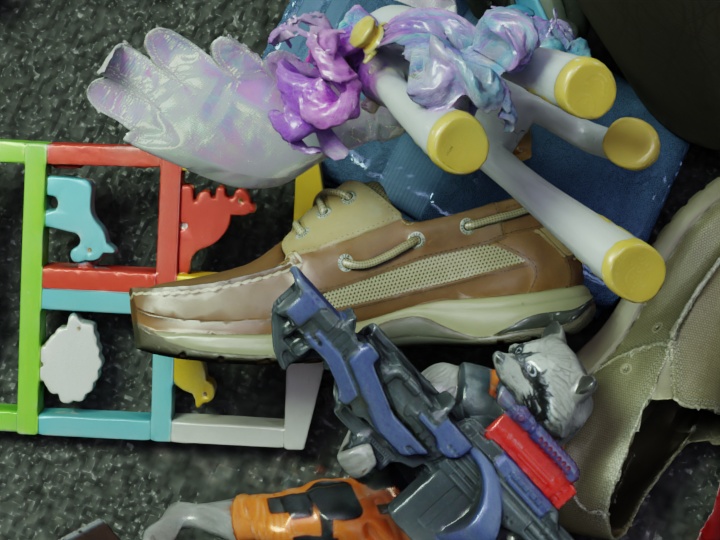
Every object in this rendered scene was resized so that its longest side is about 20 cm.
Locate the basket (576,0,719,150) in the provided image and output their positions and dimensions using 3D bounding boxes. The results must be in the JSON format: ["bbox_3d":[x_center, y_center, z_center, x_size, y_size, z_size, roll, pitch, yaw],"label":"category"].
[{"bbox_3d":[0.155,-0.137,0.850,0.178,0.200,0.137,-7,70,11],"label":"basket"}]

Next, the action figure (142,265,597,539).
[{"bbox_3d":[0.006,0.075,0.862,0.192,0.105,0.201,-30,111,12],"label":"action figure"}]

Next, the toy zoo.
[{"bbox_3d":[-0.089,0.010,0.935,0.198,0.020,0.133,2,97,0],"label":"toy zoo"}]

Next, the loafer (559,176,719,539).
[{"bbox_3d":[0.143,0.039,0.918,0.067,0.076,0.200,38,89,33],"label":"loafer"}]

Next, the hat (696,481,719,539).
[{"bbox_3d":[0.152,0.211,0.909,0.165,0.176,0.201,35,118,9],"label":"hat"}]

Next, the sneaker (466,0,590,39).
[{"bbox_3d":[0.079,-0.177,0.957,0.081,0.074,0.201,-6,55,-12],"label":"sneaker"}]

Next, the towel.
[{"bbox_3d":[0.047,-0.065,0.963,0.199,0.049,0.112,28,78,7],"label":"towel"}]

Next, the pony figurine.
[{"bbox_3d":[0.017,-0.078,0.816,0.192,0.200,0.167,32,92,-35],"label":"pony figurine"}]

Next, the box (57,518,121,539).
[{"bbox_3d":[-0.116,0.238,0.797,0.200,0.164,0.166,45,115,11],"label":"box"}]

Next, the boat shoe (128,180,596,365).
[{"bbox_3d":[0.000,0.000,0.891,0.198,0.076,0.075,-4,88,-12],"label":"boat shoe"}]
